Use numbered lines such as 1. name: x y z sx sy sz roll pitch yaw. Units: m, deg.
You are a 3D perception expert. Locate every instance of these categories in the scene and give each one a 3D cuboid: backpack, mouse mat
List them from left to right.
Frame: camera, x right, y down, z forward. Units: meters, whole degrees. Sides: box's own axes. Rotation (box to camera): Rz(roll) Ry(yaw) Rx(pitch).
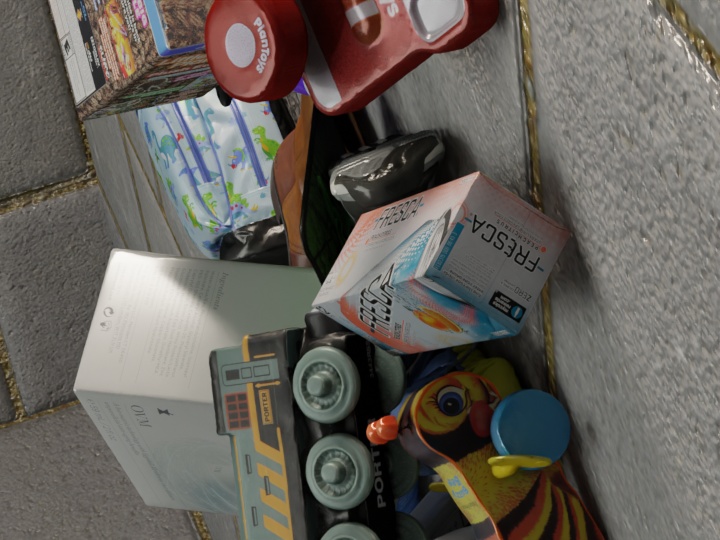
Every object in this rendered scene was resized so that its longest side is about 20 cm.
1. backpack: -0.106 -0.092 1.971 0.163 0.153 0.200 90 173 -80
2. mouse mat: 0.000 0.000 1.610 0.161 0.008 0.200 -86 -22 -49

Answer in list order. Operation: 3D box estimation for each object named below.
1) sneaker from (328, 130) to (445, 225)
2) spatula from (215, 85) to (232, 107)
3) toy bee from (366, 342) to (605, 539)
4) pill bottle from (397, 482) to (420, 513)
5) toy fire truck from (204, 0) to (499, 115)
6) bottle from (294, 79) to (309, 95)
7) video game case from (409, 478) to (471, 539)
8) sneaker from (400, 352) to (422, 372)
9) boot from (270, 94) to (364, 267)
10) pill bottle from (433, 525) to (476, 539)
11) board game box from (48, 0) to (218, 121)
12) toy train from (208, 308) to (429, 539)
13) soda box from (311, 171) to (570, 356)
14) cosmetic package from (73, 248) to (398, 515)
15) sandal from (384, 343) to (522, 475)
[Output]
1. sneaker: 0.032 -0.024 1.506 0.200 0.075 0.116 -106 -6 -84
2. spatula: -0.095 -0.203 1.637 0.057 0.021 0.200 -125 33 -53
3. toy bee: 0.062 0.103 1.402 0.200 0.109 0.131 61 158 26
4. pill bottle: -0.007 0.181 1.932 0.200 0.112 0.112 81 166 -47
5. toy fire truck: -0.012 -0.191 1.312 0.168 0.112 0.200 -32 74 45
6. bottle: -0.042 -0.171 1.629 0.200 0.065 0.084 -124 25 -56
7. video game case: 0.060 0.242 1.579 0.200 0.022 0.183 -42 -58 -55
8. sneaker: -0.013 0.080 1.517 0.200 0.075 0.085 116 176 -47
9. boot: -0.009 -0.048 1.755 0.200 0.068 0.189 111 148 -63
10. pill bottle: 0.101 0.265 1.500 0.109 0.109 0.200 -150 44 -75
11. board game box: -0.135 -0.205 1.578 0.200 0.097 0.160 -22 82 65
12. toy train: -0.028 0.122 1.446 0.085 0.114 0.200 -5 -93 -60
13. soda box: 0.041 0.000 1.330 0.064 0.068 0.200 32 166 -13
14. cosmetic package: -0.077 0.091 1.736 0.199 0.200 0.123 68 -151 -58
15. sandal: 0.050 0.091 1.542 0.200 0.087 0.080 167 84 -82
